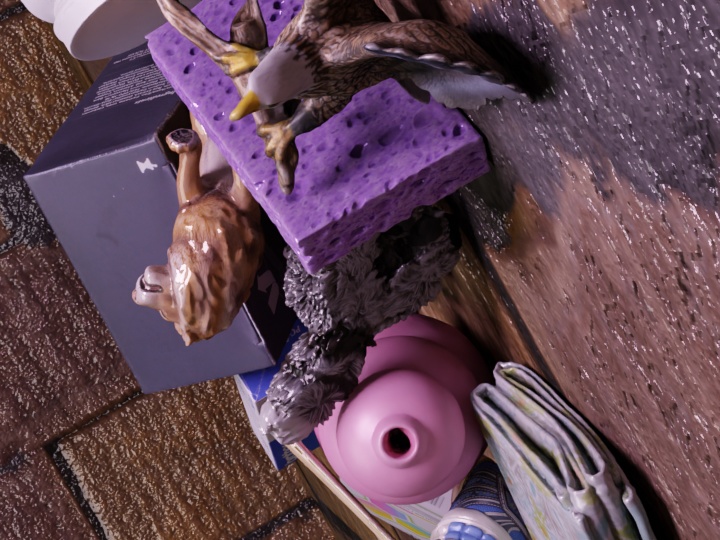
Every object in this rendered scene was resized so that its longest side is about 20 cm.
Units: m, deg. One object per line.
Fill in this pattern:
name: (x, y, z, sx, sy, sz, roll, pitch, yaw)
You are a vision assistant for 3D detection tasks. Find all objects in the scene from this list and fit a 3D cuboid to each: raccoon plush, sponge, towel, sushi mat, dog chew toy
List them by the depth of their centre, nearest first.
sponge: (-0.028, -0.093, 0.988, 0.200, 0.111, 0.030, 53, 171, 40)
towel: (0.142, 0.164, 1.085, 0.200, 0.048, 0.171, 65, 173, -27)
raccoon plush: (-0.034, -0.015, 1.092, 0.097, 0.200, 0.134, 31, -167, -44)
dog chew toy: (0.027, 0.094, 1.167, 0.125, 0.124, 0.200, 60, -176, -3)
sushi mat: (0.017, 0.176, 1.203, 0.200, 0.012, 0.096, 43, 176, 23)

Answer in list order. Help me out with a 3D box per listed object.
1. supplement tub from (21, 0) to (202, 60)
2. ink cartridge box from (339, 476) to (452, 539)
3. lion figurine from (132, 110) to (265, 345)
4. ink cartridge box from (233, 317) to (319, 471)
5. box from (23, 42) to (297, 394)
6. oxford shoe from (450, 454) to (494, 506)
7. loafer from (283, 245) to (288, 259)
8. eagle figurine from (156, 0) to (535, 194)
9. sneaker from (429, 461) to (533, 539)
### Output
supplement tub: (-0.200, -0.265, 1.286, 0.200, 0.145, 0.145, 59, 171, 9)
ink cartridge box: (0.041, 0.180, 1.510, 0.104, 0.059, 0.200, 27, 165, 8)
lion figurine: (-0.084, -0.059, 1.107, 0.200, 0.072, 0.123, -76, -10, -45)
ink cartridge box: (-0.044, 0.094, 1.443, 0.044, 0.094, 0.200, 57, 171, 19)
box: (-0.124, -0.052, 1.346, 0.197, 0.117, 0.200, 65, -154, -26)
oxford shoe: (0.125, 0.221, 1.354, 0.075, 0.070, 0.200, 9, 132, 44)
loafer: (0.000, 0.000, 1.248, 0.071, 0.073, 0.200, 61, 172, -9)
eagle figurine: (-0.005, -0.116, 0.849, 0.151, 0.151, 0.200, 22, 147, -20)
sneaker: (0.119, 0.196, 1.232, 0.077, 0.085, 0.200, 4, 149, 33)
